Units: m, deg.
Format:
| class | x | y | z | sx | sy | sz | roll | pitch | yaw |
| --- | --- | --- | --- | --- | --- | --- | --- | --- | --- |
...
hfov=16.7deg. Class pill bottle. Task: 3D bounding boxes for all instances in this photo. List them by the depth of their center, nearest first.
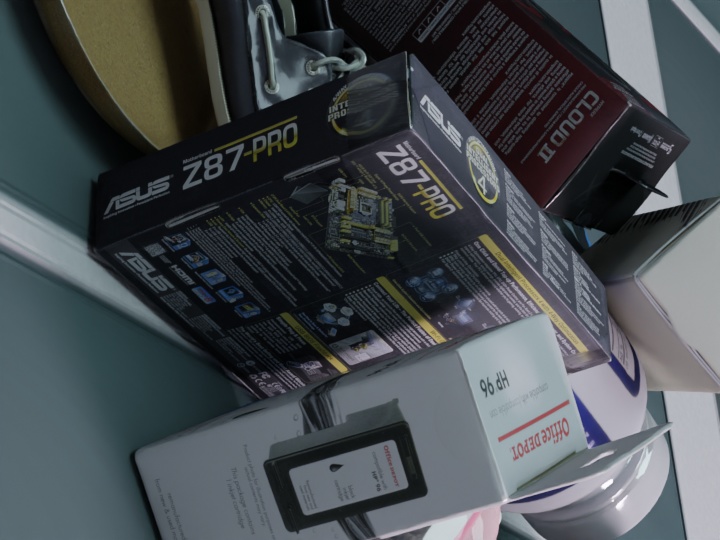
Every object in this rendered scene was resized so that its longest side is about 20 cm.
| class | x | y | z | sx | sy | sz | roll | pitch | yaw |
| --- | --- | --- | --- | --- | --- | --- | --- | --- | --- |
| pill bottle | 0.082 | 0.056 | 1.290 | 0.200 | 0.119 | 0.120 | 51 | 31 | -39 |

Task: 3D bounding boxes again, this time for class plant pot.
| class | x | y | z | sx | sy | sz | roll | pitch | yaw |
| --- | --- | --- | --- | --- | --- | --- | --- | --- | --- |
| plant pot | -0.104 | -0.137 | 1.135 | 0.200 | 0.027 | 0.201 | 45 | 36 | -47 |

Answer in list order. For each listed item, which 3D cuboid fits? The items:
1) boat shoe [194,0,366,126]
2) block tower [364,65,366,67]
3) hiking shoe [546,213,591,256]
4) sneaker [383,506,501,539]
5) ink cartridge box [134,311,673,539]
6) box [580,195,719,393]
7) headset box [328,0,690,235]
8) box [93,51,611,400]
| class | x | y | z | sx | sy | sz | roll | pitch | yaw |
| --- | --- | --- | --- | --- | --- | --- | --- | --- | --- |
| boat shoe | -0.032 | -0.099 | 1.154 | 0.073 | 0.062 | 0.202 | -12 | 85 | -66 |
| block tower | 0.010 | -0.059 | 1.295 | 0.200 | 0.054 | 0.058 | 25 | 52 | -59 |
| hiking shoe | 0.090 | -0.043 | 1.462 | 0.087 | 0.074 | 0.202 | -81 | 153 | -86 |
| sneaker | 0.036 | 0.166 | 1.166 | 0.105 | 0.075 | 0.201 | 55 | 36 | -25 |
| ink cartridge box | 0.020 | 0.071 | 1.045 | 0.116 | 0.199 | 0.068 | -19 | 91 | -66 |
| box | 0.168 | 0.015 | 1.324 | 0.082 | 0.068 | 0.200 | 50 | -8 | -5 |
| headset box | 0.085 | -0.102 | 1.330 | 0.200 | 0.075 | 0.148 | 43 | 10 | 19 |
| box | 0.000 | 0.000 | 1.101 | 0.200 | 0.160 | 0.049 | 45 | 35 | -45 |
